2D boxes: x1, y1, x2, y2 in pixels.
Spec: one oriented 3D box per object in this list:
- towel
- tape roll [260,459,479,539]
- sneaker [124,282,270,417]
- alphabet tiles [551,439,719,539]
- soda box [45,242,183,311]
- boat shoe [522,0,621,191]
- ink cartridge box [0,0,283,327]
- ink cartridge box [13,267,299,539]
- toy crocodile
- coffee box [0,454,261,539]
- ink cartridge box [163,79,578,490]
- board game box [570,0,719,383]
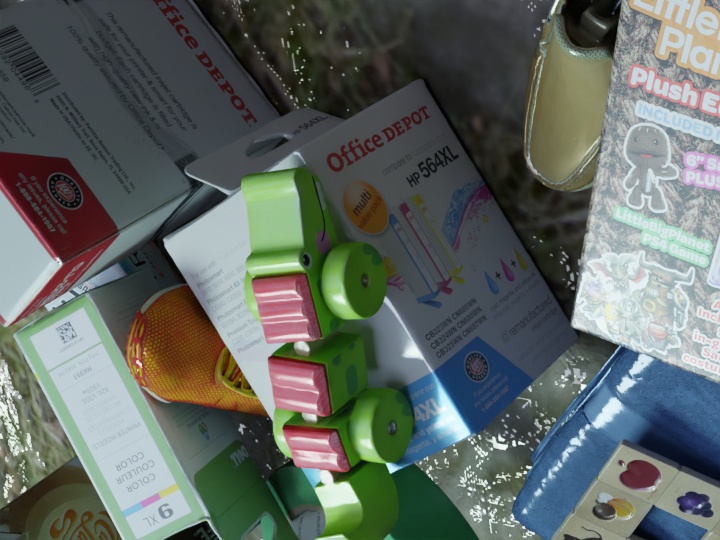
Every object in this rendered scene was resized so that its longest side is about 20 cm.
[{"bbox_3d":[0.169,0.093,0.894,0.111,0.049,0.200,36,132,4],"label":"towel"},{"bbox_3d":[0.016,0.200,1.028,0.200,0.048,0.201,38,143,36],"label":"tape roll"},{"bbox_3d":[-0.060,0.052,0.972,0.077,0.200,0.074,10,86,35],"label":"sneaker"},{"bbox_3d":[0.180,0.185,0.921,0.166,0.008,0.201,24,136,-1],"label":"alphabet tiles"},{"bbox_3d":[-0.176,-0.006,1.084,0.063,0.068,0.201,-37,88,19],"label":"soda box"},{"bbox_3d":[0.116,-0.118,0.815,0.071,0.076,0.201,31,127,20],"label":"boat shoe"},{"bbox_3d":[-0.161,-0.081,0.960,0.145,0.200,0.084,52,135,3],"label":"ink cartridge box"},{"bbox_3d":[-0.120,0.104,0.995,0.059,0.104,0.201,-29,91,15],"label":"ink cartridge box"},{"bbox_3d":[-0.022,0.046,0.839,0.067,0.062,0.201,0,110,34],"label":"toy crocodile"},{"bbox_3d":[-0.165,0.178,1.089,0.115,0.200,0.080,51,132,4],"label":"coffee box"},{"bbox_3d":[0.000,0.000,0.926,0.125,0.128,0.201,-29,94,41],"label":"ink cartridge box"},{"bbox_3d":[0.182,-0.075,0.733,0.096,0.159,0.201,21,124,26],"label":"board game box"}]
